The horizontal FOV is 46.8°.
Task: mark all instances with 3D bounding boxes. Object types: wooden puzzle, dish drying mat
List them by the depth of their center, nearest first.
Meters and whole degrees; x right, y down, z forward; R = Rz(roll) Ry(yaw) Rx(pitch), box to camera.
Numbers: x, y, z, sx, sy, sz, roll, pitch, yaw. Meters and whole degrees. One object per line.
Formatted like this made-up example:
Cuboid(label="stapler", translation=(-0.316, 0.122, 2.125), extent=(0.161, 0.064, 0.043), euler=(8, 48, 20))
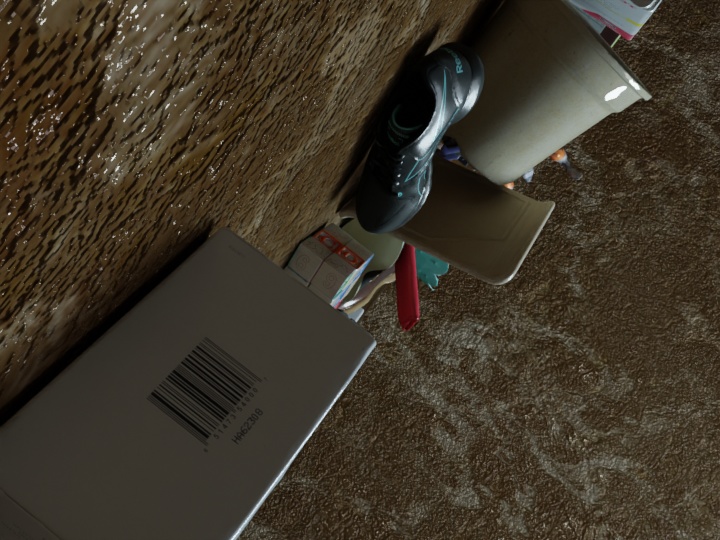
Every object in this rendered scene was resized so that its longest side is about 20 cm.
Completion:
Cuboid(label="wooden puzzle", translation=(0.099, -0.063, 0.925), extent=(0.185, 0.198, 0.038), euler=(-48, 155, -50))
Cuboid(label="dish drying mat", translation=(0.053, -0.031, 1.030), extent=(0.077, 0.018, 0.202), euler=(117, -29, -73))

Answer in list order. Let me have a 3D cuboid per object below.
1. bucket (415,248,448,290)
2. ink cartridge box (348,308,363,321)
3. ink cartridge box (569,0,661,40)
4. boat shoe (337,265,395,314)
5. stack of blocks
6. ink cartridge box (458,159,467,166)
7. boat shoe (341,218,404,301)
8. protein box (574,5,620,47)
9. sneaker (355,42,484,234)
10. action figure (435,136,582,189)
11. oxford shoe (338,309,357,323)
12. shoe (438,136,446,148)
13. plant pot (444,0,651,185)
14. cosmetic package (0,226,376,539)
Cuboid(label="bucket", translation=(0.124, -0.084, 1.390), extent=(0.208, 0.134, 0.207), euler=(-53, 175, -7))
Cuboid(label="ink cartridge box", translation=(-0.084, 0.127, 1.266), extent=(0.200, 0.066, 0.116), euler=(-49, 175, -49))
Cuboid(label="ink cartridge box", translation=(0.265, -0.333, 0.891), extent=(0.084, 0.145, 0.200), euler=(-55, 176, 13))
Cuboid(label="boat shoe", translation=(0.000, 0.000, 1.226), extent=(0.200, 0.070, 0.071), euler=(-37, 129, -44))
Cuboid(label="stack of blocks", translation=(-0.076, 0.057, 0.864), extent=(0.201, 0.058, 0.115), euler=(-56, 175, 25))
Cuboid(label="ink cartridge box", translation=(0.286, -0.326, 1.874), extent=(0.200, 0.039, 0.100), euler=(-51, 174, -37))
Cuboid(label="boat shoe", translation=(0.009, -0.030, 1.017), extent=(0.063, 0.074, 0.201), euler=(-49, 179, -32))
Cuboid(label="protein box", translation=(0.325, -0.395, 1.121), extent=(0.199, 0.135, 0.200), euler=(-50, 175, -28))
Cuboid(label="sneaker", translation=(0.035, -0.115, 0.753), extent=(0.079, 0.075, 0.201), euler=(-25, 148, -51))
Cuboid(label="action figure", translation=(0.172, -0.169, 1.075), extent=(0.198, 0.194, 0.105), euler=(-23, -155, 15))
Cuboid(label="oxford shoe", translation=(-0.043, 0.101, 1.126), extent=(0.072, 0.085, 0.200), euler=(-13, 161, 18))
Cuboid(label="shoe", translation=(0.169, -0.239, 1.126), extent=(0.200, 0.070, 0.053), euler=(-45, 173, -8))
Cuboid(label="plant pot", translation=(0.182, -0.203, 0.920), extent=(0.183, 0.201, 0.200), euler=(-42, 180, 24))
Cuboid(label="cosmetic package", translation=(-0.117, 0.119, 0.496), extent=(0.200, 0.122, 0.201), euler=(-49, 173, -43))
